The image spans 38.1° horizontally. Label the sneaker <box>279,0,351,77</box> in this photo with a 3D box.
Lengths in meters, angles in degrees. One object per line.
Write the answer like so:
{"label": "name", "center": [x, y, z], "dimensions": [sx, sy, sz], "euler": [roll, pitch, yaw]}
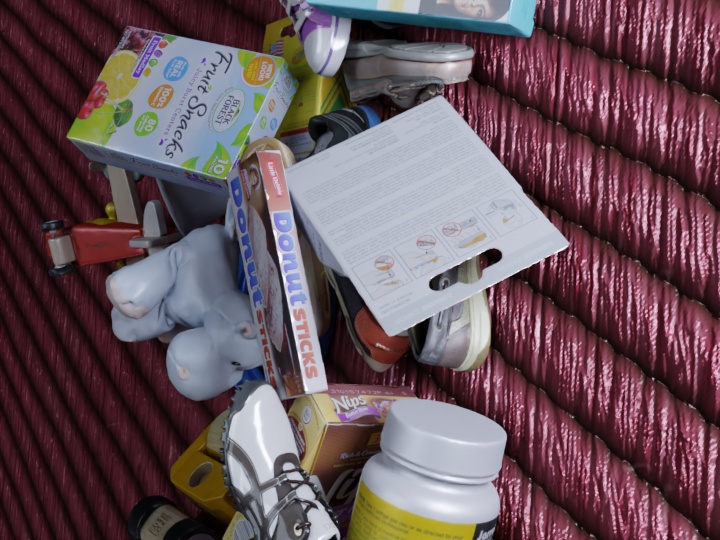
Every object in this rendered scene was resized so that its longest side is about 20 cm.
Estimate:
{"label": "sneaker", "center": [-0.073, -0.278, 0.989], "dimensions": [0.073, 0.114, 0.201], "euler": [141, 126, -61]}

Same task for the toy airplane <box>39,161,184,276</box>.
{"label": "toy airplane", "center": [-0.301, -0.046, 1.372], "dimensions": [0.199, 0.141, 0.200], "euler": [40, 114, 8]}

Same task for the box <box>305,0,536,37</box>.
{"label": "box", "center": [0.052, -0.252, 0.882], "dimensions": [0.199, 0.049, 0.083], "euler": [14, 96, 30]}

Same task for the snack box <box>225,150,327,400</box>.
{"label": "snack box", "center": [-0.071, 0.006, 0.867], "dimensions": [0.072, 0.024, 0.201], "euler": [-23, 77, 60]}

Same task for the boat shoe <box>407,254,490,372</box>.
{"label": "boat shoe", "center": [0.060, -0.013, 0.883], "dimensions": [0.073, 0.065, 0.201], "euler": [-43, 50, 46]}

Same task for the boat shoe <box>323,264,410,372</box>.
{"label": "boat shoe", "center": [0.000, 0.000, 0.968], "dimensions": [0.063, 0.071, 0.200], "euler": [-63, 38, 40]}

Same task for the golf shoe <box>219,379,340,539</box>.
{"label": "golf shoe", "center": [-0.055, 0.184, 0.828], "dimensions": [0.094, 0.078, 0.201], "euler": [-10, 84, 33]}

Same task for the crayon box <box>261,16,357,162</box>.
{"label": "crayon box", "center": [-0.058, -0.167, 1.092], "dimensions": [0.127, 0.051, 0.201], "euler": [1, 85, 55]}

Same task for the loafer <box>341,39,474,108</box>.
{"label": "loafer", "center": [0.041, -0.176, 0.949], "dimensions": [0.200, 0.072, 0.063], "euler": [27, 124, 60]}

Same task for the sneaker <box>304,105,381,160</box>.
{"label": "sneaker", "center": [-0.012, -0.077, 0.955], "dimensions": [0.071, 0.082, 0.200], "euler": [93, 169, -46]}

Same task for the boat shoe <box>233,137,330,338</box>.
{"label": "boat shoe", "center": [-0.070, -0.026, 0.998], "dimensions": [0.074, 0.069, 0.201], "euler": [-7, 90, 33]}

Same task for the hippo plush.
{"label": "hippo plush", "center": [-0.143, 0.049, 1.068], "dimensions": [0.200, 0.159, 0.161], "euler": [-36, 66, -5]}

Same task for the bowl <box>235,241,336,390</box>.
{"label": "bowl", "center": [-0.091, 0.038, 1.115], "dimensions": [0.200, 0.039, 0.202], "euler": [-14, 73, 54]}

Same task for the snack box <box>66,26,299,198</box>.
{"label": "snack box", "center": [-0.180, -0.163, 1.058], "dimensions": [0.199, 0.053, 0.143], "euler": [17, 73, 24]}

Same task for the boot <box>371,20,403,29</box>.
{"label": "boot", "center": [0.005, -0.297, 1.027], "dimensions": [0.132, 0.070, 0.201], "euler": [-39, 47, 54]}

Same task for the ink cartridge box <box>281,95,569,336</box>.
{"label": "ink cartridge box", "center": [0.045, -0.040, 0.840], "dimensions": [0.200, 0.162, 0.057], "euler": [57, 167, 33]}

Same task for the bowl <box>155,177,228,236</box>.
{"label": "bowl", "center": [-0.183, -0.145, 1.199], "dimensions": [0.201, 0.090, 0.202], "euler": [-15, -90, -88]}

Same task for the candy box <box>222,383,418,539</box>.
{"label": "candy box", "center": [-0.032, 0.192, 0.937], "dimensions": [0.057, 0.116, 0.200], "euler": [55, 128, 44]}

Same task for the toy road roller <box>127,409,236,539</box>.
{"label": "toy road roller", "center": [-0.131, 0.258, 1.092], "dimensions": [0.200, 0.146, 0.123], "euler": [-51, 29, -19]}

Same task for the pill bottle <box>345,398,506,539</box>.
{"label": "pill bottle", "center": [0.045, 0.211, 0.824], "dimensions": [0.114, 0.114, 0.201], "euler": [27, 107, 54]}
